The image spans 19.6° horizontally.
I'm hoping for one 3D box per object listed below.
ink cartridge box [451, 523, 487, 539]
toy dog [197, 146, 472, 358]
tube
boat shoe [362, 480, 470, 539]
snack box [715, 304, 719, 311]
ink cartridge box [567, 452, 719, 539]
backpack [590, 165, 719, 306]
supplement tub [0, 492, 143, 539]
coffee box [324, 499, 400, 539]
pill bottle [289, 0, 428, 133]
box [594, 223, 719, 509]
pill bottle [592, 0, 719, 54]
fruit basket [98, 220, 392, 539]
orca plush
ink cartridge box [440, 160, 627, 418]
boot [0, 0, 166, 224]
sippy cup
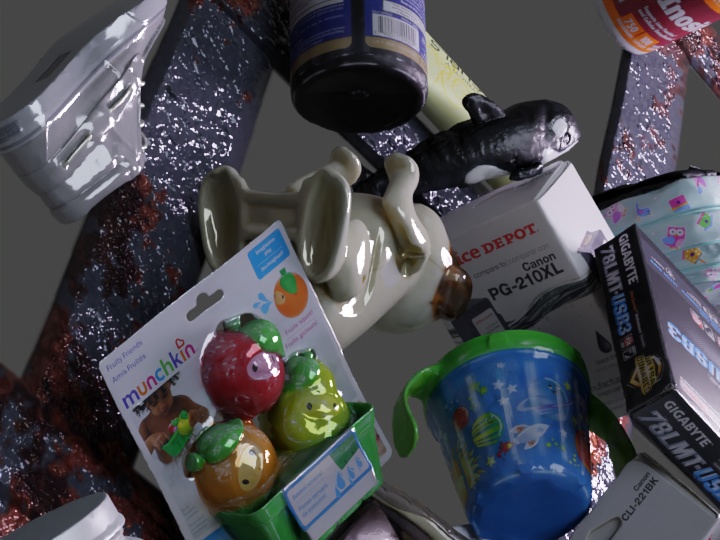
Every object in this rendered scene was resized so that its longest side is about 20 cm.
[{"bbox_3d":[0.111,0.280,1.637,0.200,0.057,0.163,12,60,-68],"label":"ink cartridge box"},{"bbox_3d":[0.000,0.000,1.564,0.200,0.139,0.194,-3,86,-52],"label":"toy dog"},{"bbox_3d":[0.078,-0.149,1.816,0.200,0.052,0.058,46,3,-19],"label":"tube"},{"bbox_3d":[0.044,0.214,1.516,0.200,0.073,0.074,33,-1,9],"label":"boat shoe"},{"bbox_3d":[0.401,0.135,2.046,0.169,0.068,0.200,34,46,-36],"label":"snack box"},{"bbox_3d":[0.226,0.237,1.642,0.084,0.144,0.200,38,0,25],"label":"ink cartridge box"},{"bbox_3d":[0.247,-0.014,1.824,0.167,0.200,0.127,-7,77,-53],"label":"backpack"},{"bbox_3d":[-0.155,0.247,1.223,0.145,0.145,0.200,-35,100,-53],"label":"supplement tub"},{"bbox_3d":[-0.035,0.259,1.421,0.113,0.080,0.200,59,37,-9],"label":"coffee box"},{"bbox_3d":[-0.003,-0.222,1.698,0.112,0.112,0.200,26,52,-41],"label":"pill bottle"},{"bbox_3d":[0.266,0.091,1.631,0.200,0.050,0.199,44,24,-29],"label":"box"},{"bbox_3d":[0.340,-0.304,2.097,0.113,0.200,0.113,27,51,-40],"label":"pill bottle"},{"bbox_3d":[-0.069,0.097,1.415,0.185,0.094,0.200,-39,120,-36],"label":"fruit basket"},{"bbox_3d":[0.083,-0.114,1.702,0.105,0.200,0.071,-107,-173,-66],"label":"orca plush"},{"bbox_3d":[0.152,0.031,1.725,0.200,0.145,0.084,59,36,-10],"label":"ink cartridge box"},{"bbox_3d":[-0.180,-0.116,1.465,0.096,0.073,0.200,57,45,-22],"label":"boot"},{"bbox_3d":[0.121,0.138,1.611,0.130,0.178,0.140,-98,172,-46],"label":"sippy cup"}]
